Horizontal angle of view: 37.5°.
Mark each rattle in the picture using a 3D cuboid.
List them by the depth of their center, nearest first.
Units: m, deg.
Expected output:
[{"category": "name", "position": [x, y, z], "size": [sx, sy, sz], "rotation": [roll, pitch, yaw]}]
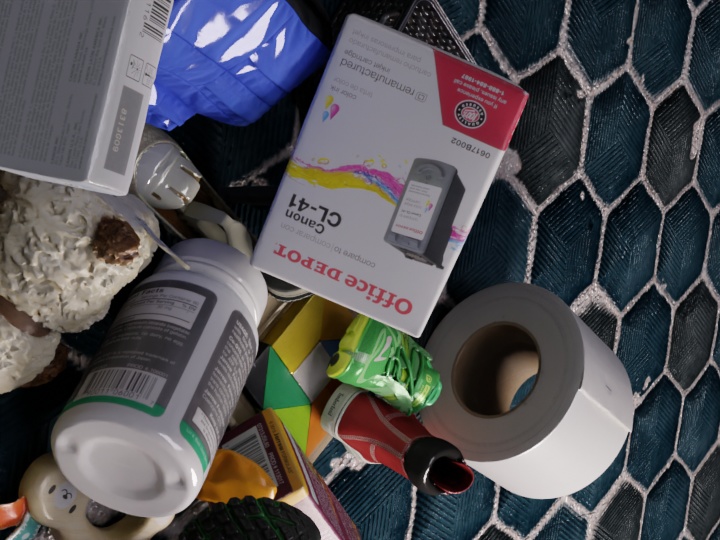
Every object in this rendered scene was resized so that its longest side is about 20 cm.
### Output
[{"category": "rattle", "position": [-0.188, 0.186, 0.804], "size": [0.199, 0.142, 0.131], "rotation": [0, 117, -55]}]

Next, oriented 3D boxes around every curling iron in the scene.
[{"category": "curling iron", "position": [-0.025, -0.054, 0.886], "size": [0.026, 0.198, 0.050], "rotation": [89, 14, -48]}]

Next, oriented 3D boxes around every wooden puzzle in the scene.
[{"category": "wooden puzzle", "position": [-0.050, 0.091, 1.011], "size": [0.200, 0.037, 0.186], "rotation": [-54, 133, -27]}]

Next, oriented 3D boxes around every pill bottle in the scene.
[{"category": "pill bottle", "position": [-0.142, 0.074, 0.803], "size": [0.201, 0.112, 0.114], "rotation": [-70, 145, -47]}]

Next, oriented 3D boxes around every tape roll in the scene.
[{"category": "tape roll", "position": [0.178, 0.132, 1.158], "size": [0.139, 0.202, 0.204], "rotation": [37, 71, -45]}]

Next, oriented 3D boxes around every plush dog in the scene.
[{"category": "plush dog", "position": [-0.231, 0.012, 0.724], "size": [0.172, 0.160, 0.200], "rotation": [-49, 136, 3]}]

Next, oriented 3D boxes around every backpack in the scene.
[{"category": "backpack", "position": [-0.127, -0.193, 0.763], "size": [0.167, 0.163, 0.200], "rotation": [-37, 160, 15]}]

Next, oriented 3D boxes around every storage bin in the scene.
[{"category": "storage bin", "position": [0.044, -0.155, 1.021], "size": [0.200, 0.093, 0.136], "rotation": [47, 63, -44]}]

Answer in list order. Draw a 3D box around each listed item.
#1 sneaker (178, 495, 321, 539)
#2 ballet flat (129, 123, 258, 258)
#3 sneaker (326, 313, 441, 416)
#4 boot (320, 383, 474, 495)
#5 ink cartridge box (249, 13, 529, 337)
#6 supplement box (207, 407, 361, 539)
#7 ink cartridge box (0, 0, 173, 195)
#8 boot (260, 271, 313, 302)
[{"category": "sneaker", "position": [-0.115, 0.240, 0.821], "size": [0.085, 0.199, 0.078], "rotation": [46, 22, -48]}, {"category": "ballet flat", "position": [-0.138, -0.058, 0.858], "size": [0.200, 0.062, 0.068], "rotation": [47, 63, -43]}, {"category": "sneaker", "position": [0.032, 0.086, 0.971], "size": [0.074, 0.083, 0.200], "rotation": [-61, 158, 1]}, {"category": "boot", "position": [0.056, 0.182, 1.046], "size": [0.073, 0.144, 0.200], "rotation": [-60, 156, -4]}, {"category": "ink cartridge box", "position": [0.021, -0.072, 0.802], "size": [0.086, 0.147, 0.201], "rotation": [-67, 180, -79]}, {"category": "supplement box", "position": [-0.060, 0.237, 0.959], "size": [0.085, 0.111, 0.201], "rotation": [-30, 127, -1]}, {"category": "ink cartridge box", "position": [-0.216, -0.143, 0.659], "size": [0.047, 0.199, 0.162], "rotation": [16, 86, -65]}, {"category": "boot", "position": [0.002, 0.000, 0.959], "size": [0.203, 0.073, 0.154], "rotation": [-35, 148, -25]}]
